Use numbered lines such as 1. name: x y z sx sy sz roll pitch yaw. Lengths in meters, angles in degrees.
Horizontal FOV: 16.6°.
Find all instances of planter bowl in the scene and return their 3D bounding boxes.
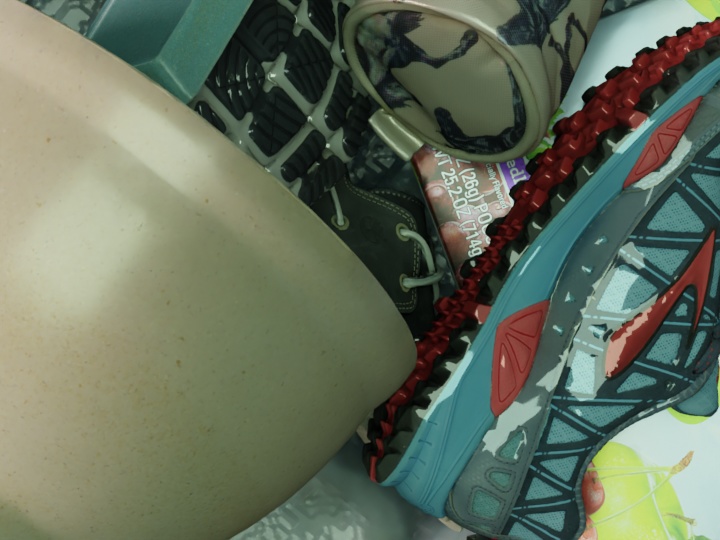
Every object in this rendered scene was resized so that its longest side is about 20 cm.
1. planter bowl: -0.102 0.024 0.767 0.200 0.200 0.135 36 77 4

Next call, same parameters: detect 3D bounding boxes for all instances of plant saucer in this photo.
1. plant saucer: -0.041 -0.129 0.838 0.019 0.070 0.200 45 56 -29

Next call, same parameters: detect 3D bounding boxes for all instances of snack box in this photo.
1. snack box: 0.123 0.003 0.894 0.169 0.068 0.200 -20 87 3

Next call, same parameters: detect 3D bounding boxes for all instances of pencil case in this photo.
1. pencil case: 0.066 -0.131 0.860 0.078 0.089 0.200 30 65 -1

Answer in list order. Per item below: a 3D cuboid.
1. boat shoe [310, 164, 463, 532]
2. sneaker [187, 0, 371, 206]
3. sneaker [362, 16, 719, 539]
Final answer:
1. boat shoe: 0.000 0.000 0.896 0.068 0.072 0.200 -28 76 -8
2. sneaker: -0.041 -0.085 0.869 0.080 0.200 0.078 -17 127 25
3. sneaker: 0.089 0.007 0.838 0.095 0.079 0.200 35 93 -13
